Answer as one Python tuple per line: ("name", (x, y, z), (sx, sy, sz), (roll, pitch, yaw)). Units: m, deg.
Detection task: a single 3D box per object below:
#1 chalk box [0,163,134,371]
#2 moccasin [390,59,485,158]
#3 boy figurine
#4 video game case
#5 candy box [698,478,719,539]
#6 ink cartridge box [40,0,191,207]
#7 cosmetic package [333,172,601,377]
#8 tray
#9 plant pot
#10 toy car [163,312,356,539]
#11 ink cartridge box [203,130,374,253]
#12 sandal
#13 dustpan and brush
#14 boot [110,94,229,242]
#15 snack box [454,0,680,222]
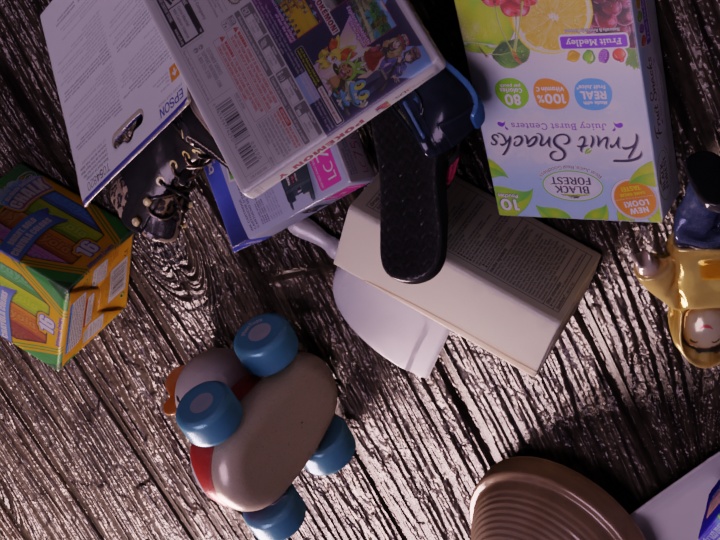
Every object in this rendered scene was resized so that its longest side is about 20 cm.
("chalk box", (-0.355, -0.016, 1.406), (0.199, 0.124, 0.126), (28, 134, 12))
("moccasin", (0.010, -0.163, 1.042), (0.200, 0.068, 0.081), (44, 177, 35))
("boy figurine", (0.266, -0.004, 1.029), (0.123, 0.065, 0.201), (-5, 137, -4))
("video game case", (-0.056, -0.186, 1.026), (0.181, 0.023, 0.201), (-33, 71, 12))
("candy box", (0.407, 0.204, 1.092), (0.199, 0.077, 0.170), (32, 125, 6))
("ink cartridge box", (-0.202, -0.186, 1.162), (0.199, 0.040, 0.202), (-33, 66, 45))
("cosmetic package", (0.090, -0.010, 1.133), (0.199, 0.104, 0.073), (29, 136, 13))
("tray", (0.314, 0.237, 1.231), (0.107, 0.022, 0.200), (40, 135, 1))
("plant pot", (0.175, 0.286, 1.291), (0.200, 0.093, 0.202), (27, 138, 27))
("toy car", (-0.139, 0.147, 1.372), (0.199, 0.177, 0.185), (12, 142, 42))
("ink cartridge box", (-0.082, -0.099, 1.195), (0.199, 0.042, 0.120), (-26, 83, 45))
("sandal", (0.048, -0.088, 1.083), (0.074, 0.045, 0.202), (-1, 83, 31))
("dustpan and brush", (0.000, 0.000, 1.244), (0.199, 0.057, 0.140), (26, 134, 5))
("boot", (-0.152, -0.093, 1.177), (0.200, 0.073, 0.152), (43, 120, 39))
("snack box", (0.159, -0.137, 1.024), (0.141, 0.053, 0.202), (5, 126, 31))
